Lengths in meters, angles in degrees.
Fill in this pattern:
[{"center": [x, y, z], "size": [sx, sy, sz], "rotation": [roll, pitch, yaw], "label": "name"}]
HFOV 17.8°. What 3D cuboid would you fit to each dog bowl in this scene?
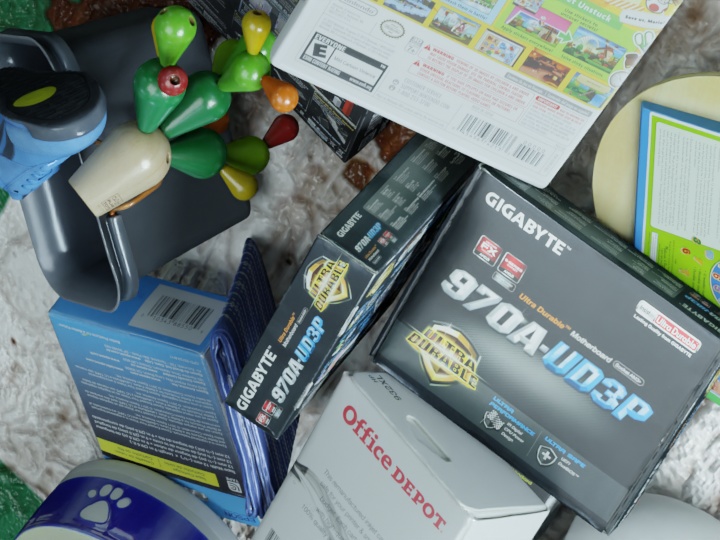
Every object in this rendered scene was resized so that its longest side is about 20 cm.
[{"center": [-0.178, 0.250, 1.823], "size": [0.199, 0.079, 0.201], "rotation": [22, 137, 22], "label": "dog bowl"}]

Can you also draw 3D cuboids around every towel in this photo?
[{"center": [-0.075, 0.075, 1.630], "size": [0.024, 0.200, 0.146], "rotation": [-11, 108, 7], "label": "towel"}]

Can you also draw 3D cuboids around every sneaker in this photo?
[{"center": [-0.210, -0.085, 1.508], "size": [0.200, 0.066, 0.079], "rotation": [12, 125, 58], "label": "sneaker"}]

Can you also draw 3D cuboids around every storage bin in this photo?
[{"center": [-0.162, -0.091, 1.624], "size": [0.145, 0.134, 0.201], "rotation": [12, 122, 56], "label": "storage bin"}]

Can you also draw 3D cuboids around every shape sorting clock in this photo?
[{"center": [0.236, -0.033, 1.429], "size": [0.199, 0.039, 0.201], "rotation": [23, 132, 27], "label": "shape sorting clock"}]

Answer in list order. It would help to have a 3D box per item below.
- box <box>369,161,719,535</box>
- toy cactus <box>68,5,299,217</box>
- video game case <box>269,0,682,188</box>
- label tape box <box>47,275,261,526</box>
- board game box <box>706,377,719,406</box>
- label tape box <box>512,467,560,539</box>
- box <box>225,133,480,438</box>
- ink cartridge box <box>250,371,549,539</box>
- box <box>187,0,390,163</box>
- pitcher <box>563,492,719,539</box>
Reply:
[{"center": [0.125, 0.048, 1.481], "size": [0.199, 0.046, 0.160], "rotation": [37, 115, 14], "label": "box"}, {"center": [-0.112, -0.091, 1.504], "size": [0.165, 0.200, 0.102], "rotation": [-39, 73, -4], "label": "toy cactus"}, {"center": [0.073, -0.156, 1.393], "size": [0.199, 0.023, 0.182], "rotation": [24, 126, -16], "label": "video game case"}, {"center": [-0.140, 0.096, 1.753], "size": [0.142, 0.066, 0.201], "rotation": [14, 141, 27], "label": "label tape box"}, {"center": [0.266, 0.004, 1.472], "size": [0.134, 0.029, 0.201], "rotation": [34, 127, 16], "label": "board game box"}, {"center": [0.090, 0.095, 1.586], "size": [0.143, 0.066, 0.201], "rotation": [37, 137, 14], "label": "label tape box"}, {"center": [0.000, 0.000, 1.525], "size": [0.046, 0.200, 0.159], "rotation": [35, 128, 5], "label": "box"}, {"center": [0.013, 0.187, 1.526], "size": [0.145, 0.083, 0.201], "rotation": [47, 120, 33], "label": "ink cartridge box"}, {"center": [-0.051, -0.181, 1.528], "size": [0.200, 0.050, 0.158], "rotation": [46, 162, 6], "label": "box"}, {"center": [0.222, 0.224, 1.522], "size": [0.199, 0.171, 0.122], "rotation": [23, 89, 21], "label": "pitcher"}]
